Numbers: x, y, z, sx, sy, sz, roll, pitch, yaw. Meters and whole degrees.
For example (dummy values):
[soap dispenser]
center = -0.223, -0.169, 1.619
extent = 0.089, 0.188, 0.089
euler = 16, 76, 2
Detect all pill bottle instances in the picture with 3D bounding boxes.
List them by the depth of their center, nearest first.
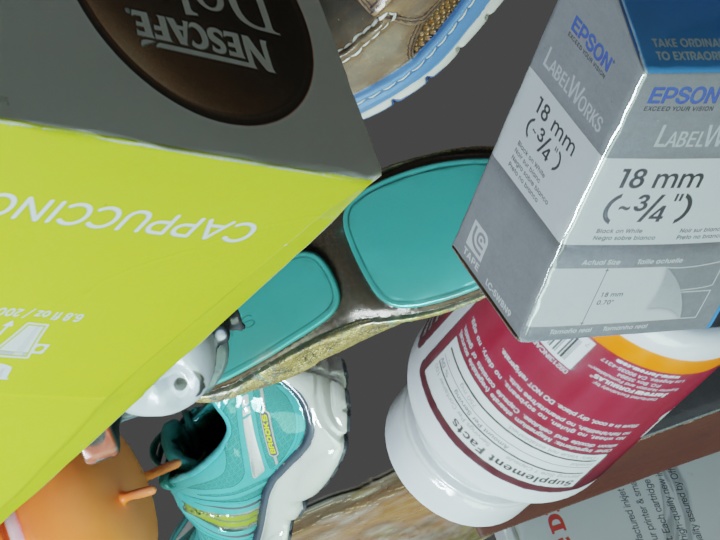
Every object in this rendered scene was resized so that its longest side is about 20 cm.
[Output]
[pill bottle]
center = 0.092, 0.037, 1.039
extent = 0.113, 0.113, 0.200
euler = -2, 149, -31

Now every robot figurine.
[robot figurine]
center = -0.180, 0.128, 1.030
extent = 0.200, 0.117, 0.144
euler = -21, 138, 5

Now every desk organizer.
[desk organizer]
center = 0.139, 0.069, 1.177
extent = 0.200, 0.072, 0.077
euler = -20, 156, 1

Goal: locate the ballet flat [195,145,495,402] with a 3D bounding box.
[ballet flat]
center = 0.000, 0.000, 0.974
extent = 0.200, 0.071, 0.071
euler = -25, 153, 10

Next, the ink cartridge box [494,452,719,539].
[ink cartridge box]
center = 0.180, 0.143, 1.260
extent = 0.200, 0.147, 0.083
euler = -15, 154, -7

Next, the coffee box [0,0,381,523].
[coffee box]
center = -0.150, -0.061, 0.600
extent = 0.200, 0.198, 0.200
euler = 8, 143, -43

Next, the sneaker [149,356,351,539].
[sneaker]
center = -0.068, 0.097, 1.114
extent = 0.080, 0.078, 0.200
euler = 12, 139, -15

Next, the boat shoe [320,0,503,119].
[boat shoe]
center = 0.020, -0.123, 0.749
extent = 0.200, 0.072, 0.072
euler = -38, 145, 13

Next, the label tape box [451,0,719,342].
[label tape box]
center = 0.138, -0.068, 0.863
extent = 0.144, 0.063, 0.200
euler = -3, 132, -30

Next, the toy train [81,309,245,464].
[toy train]
center = -0.101, 0.007, 0.797
extent = 0.114, 0.200, 0.085
euler = -19, 110, 0
